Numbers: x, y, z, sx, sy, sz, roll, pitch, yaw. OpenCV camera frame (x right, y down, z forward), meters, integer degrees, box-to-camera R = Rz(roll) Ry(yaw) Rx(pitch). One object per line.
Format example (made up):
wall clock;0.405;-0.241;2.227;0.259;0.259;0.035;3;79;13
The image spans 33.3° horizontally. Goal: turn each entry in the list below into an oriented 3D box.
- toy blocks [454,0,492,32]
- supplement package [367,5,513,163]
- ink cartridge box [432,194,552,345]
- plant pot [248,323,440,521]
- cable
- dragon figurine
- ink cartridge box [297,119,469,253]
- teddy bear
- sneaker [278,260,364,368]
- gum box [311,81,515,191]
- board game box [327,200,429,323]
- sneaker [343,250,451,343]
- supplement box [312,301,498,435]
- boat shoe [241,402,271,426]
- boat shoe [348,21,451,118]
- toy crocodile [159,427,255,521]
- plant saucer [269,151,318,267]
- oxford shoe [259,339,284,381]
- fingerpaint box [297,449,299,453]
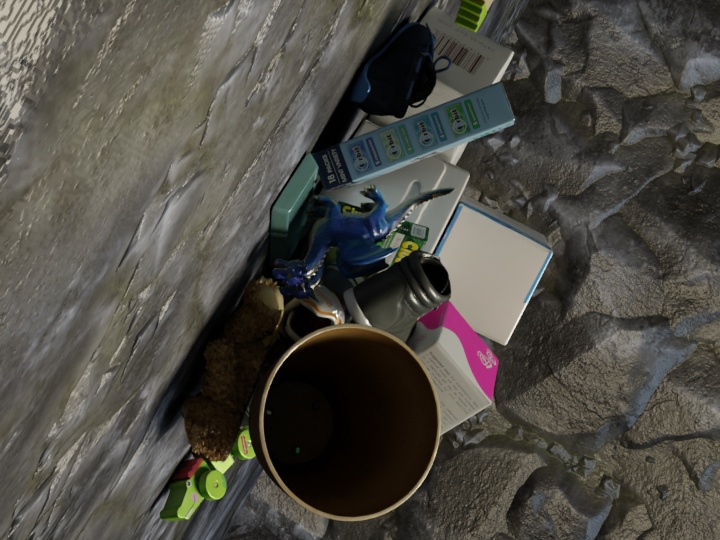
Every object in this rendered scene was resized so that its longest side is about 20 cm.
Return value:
toy blocks;0.136;-0.362;1.208;0.201;0.100;0.137;-60;165;-8
supplement package;0.084;-0.194;1.461;0.118;0.117;0.200;-57;176;-39
ink cartridge box;0.152;-0.008;1.493;0.129;0.125;0.200;-64;178;10
plant pot;-0.040;0.157;1.240;0.187;0.186;0.200;-59;-168;-17
cable;-0.069;0.014;1.369;0.200;0.050;0.097;-50;-176;46
dragon figurine;0.003;-0.028;1.210;0.059;0.199;0.100;117;-37;-68
ink cartridge box;0.017;-0.044;1.449;0.147;0.145;0.200;-61;178;-35
teddy bear;-0.134;0.097;1.256;0.145;0.066;0.201;-65;177;-75
sneaker;-0.056;0.074;1.343;0.079;0.078;0.201;-40;157;-37
gum box;0.060;-0.138;1.252;0.199;0.045;0.170;-21;-177;9
board game box;0.000;0.000;1.351;0.200;0.104;0.024;116;-9;-55
sneaker;0.057;0.031;1.272;0.099;0.071;0.200;-27;168;11
supplement box;0.048;0.140;1.378;0.200;0.103;0.101;-36;-167;25
boat shoe;-0.131;0.128;1.509;0.063;0.071;0.200;-27;-162;20
boat shoe;0.046;-0.200;1.271;0.084;0.068;0.200;-63;175;38
toy crocodile;-0.194;0.245;1.553;0.067;0.062;0.200;-13;-152;43
plant saucer;-0.069;-0.056;1.236;0.070;0.019;0.200;-59;175;-16
oxford shoe;-0.096;0.084;1.491;0.072;0.073;0.200;-67;173;31
fingerpaint box;-0.066;0.143;1.623;0.167;0.073;0.201;-3;-119;59
